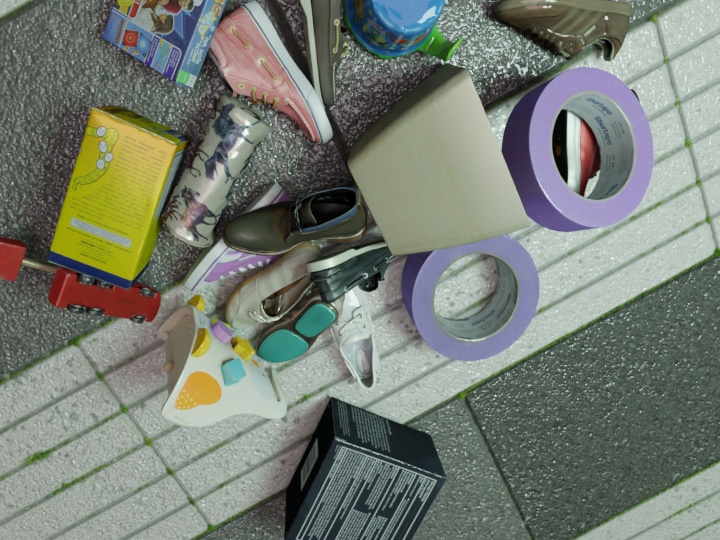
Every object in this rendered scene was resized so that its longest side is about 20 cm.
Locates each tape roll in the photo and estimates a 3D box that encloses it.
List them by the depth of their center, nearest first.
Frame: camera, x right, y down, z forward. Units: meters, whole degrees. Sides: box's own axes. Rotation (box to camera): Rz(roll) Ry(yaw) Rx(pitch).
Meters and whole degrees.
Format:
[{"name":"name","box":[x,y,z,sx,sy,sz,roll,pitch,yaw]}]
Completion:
[{"name":"tape roll","box":[0.287,-0.156,0.732,0.195,0.065,0.206,0,89,-19]},{"name":"tape roll","box":[0.165,0.028,0.850,0.195,0.085,0.205,-2,107,-6]}]

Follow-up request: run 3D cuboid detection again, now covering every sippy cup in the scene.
[{"name":"sippy cup","box":[0.049,-0.345,0.699,0.173,0.131,0.143,2,106,-7]}]

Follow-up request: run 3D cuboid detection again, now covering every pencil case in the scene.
[{"name":"pencil case","box":[-0.193,-0.135,0.749,0.077,0.089,0.203,28,97,-5]}]

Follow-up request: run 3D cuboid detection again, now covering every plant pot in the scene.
[{"name":"plant pot","box":[0.089,-0.134,0.742,0.174,0.201,0.202,-26,109,11]}]

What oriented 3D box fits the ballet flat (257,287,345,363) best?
[{"name":"ballet flat","box":[-0.084,0.077,0.831,0.068,0.068,0.199,39,133,-18]}]

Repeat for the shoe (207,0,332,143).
[{"name":"shoe","box":[-0.123,-0.240,0.732,0.090,0.071,0.202,-35,103,-10]}]

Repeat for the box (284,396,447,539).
[{"name":"box","box":[0.002,0.349,0.902,0.195,0.124,0.203,24,104,-12]}]

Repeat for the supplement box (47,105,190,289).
[{"name":"supplement box","box":[-0.315,-0.099,0.735,0.107,0.109,0.203,21,102,-13]}]

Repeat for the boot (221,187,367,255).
[{"name":"boot","box":[-0.086,-0.071,0.712,0.195,0.097,0.077,-8,74,-5]}]

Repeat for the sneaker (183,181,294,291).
[{"name":"sneaker","box":[-0.156,-0.017,0.802,0.200,0.073,0.115,-41,110,5]}]

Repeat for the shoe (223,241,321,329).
[{"name":"shoe","box":[-0.128,0.035,0.794,0.199,0.054,0.069,-39,142,27]}]

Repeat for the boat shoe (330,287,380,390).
[{"name":"boat shoe","box":[-0.010,0.090,0.852,0.069,0.069,0.204,-21,107,1]}]

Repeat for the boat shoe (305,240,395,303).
[{"name":"boat shoe","box":[0.002,0.000,0.772,0.073,0.198,0.068,-12,95,30]}]

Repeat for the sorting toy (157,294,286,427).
[{"name":"sorting toy","box":[-0.186,0.139,0.792,0.179,0.200,0.107,35,99,-32]}]

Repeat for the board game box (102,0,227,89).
[{"name":"board game box","box":[-0.225,-0.348,0.678,0.134,0.034,0.203,32,103,16]}]

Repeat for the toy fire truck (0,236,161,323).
[{"name":"toy fire truck","box":[-0.391,0.016,0.762,0.199,0.139,0.050,20,92,-53]}]

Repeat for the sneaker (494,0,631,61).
[{"name":"sneaker","box":[0.279,-0.333,0.765,0.195,0.071,0.077,0,108,-7]}]

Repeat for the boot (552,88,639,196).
[{"name":"boot","box":[0.358,-0.163,0.828,0.141,0.072,0.205,-3,103,-8]}]

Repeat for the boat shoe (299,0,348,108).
[{"name":"boat shoe","box":[-0.044,-0.303,0.706,0.058,0.073,0.203,-12,132,-5]}]
